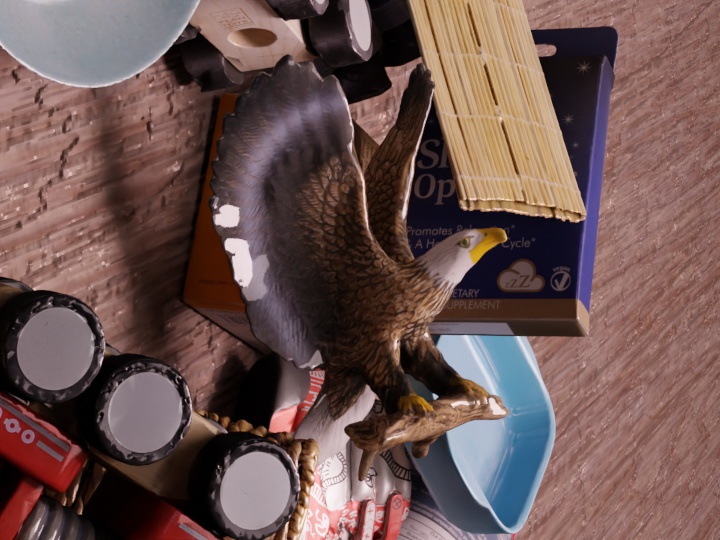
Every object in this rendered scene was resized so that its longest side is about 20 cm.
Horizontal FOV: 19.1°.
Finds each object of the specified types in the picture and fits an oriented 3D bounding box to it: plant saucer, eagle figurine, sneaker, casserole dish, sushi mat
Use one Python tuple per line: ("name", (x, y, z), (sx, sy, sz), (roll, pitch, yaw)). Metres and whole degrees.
("plant saucer", (-0.138, -0.186, 0.988), (0.200, 0.038, 0.203), (-9, 101, -55))
("eagle figurine", (0.007, -0.003, 1.130), (0.201, 0.150, 0.152), (64, -12, 12))
("sneaker", (-0.028, 0.156, 1.221), (0.107, 0.067, 0.203), (23, 63, -26))
("casserole dish", (0.068, 0.084, 1.299), (0.122, 0.039, 0.200), (62, 24, -14))
("sushi mat", (0.070, -0.119, 1.229), (0.095, 0.012, 0.201), (7, 57, -35))

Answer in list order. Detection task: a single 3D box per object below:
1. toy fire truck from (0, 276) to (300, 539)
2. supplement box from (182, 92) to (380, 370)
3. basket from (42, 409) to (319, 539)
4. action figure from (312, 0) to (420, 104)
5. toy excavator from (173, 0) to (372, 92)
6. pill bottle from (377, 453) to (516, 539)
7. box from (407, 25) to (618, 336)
("toy fire truck", (-0.140, 0.126, 0.922), (0.176, 0.128, 0.201), (38, 78, -26))
("supplement box", (-0.022, -0.011, 1.265), (0.200, 0.073, 0.127), (38, 59, -63))
("basket", (-0.118, 0.170, 1.072), (0.143, 0.148, 0.202), (125, -22, -69))
("action figure", (-0.026, -0.199, 1.246), (0.130, 0.069, 0.201), (-49, 125, -46))
("toy excavator", (-0.073, -0.218, 1.119), (0.194, 0.099, 0.202), (41, 43, -64))
("pill bottle", (0.016, 0.198, 1.320), (0.200, 0.119, 0.120), (-58, 143, -48))
("box", (0.084, -0.060, 1.264), (0.032, 0.120, 0.202), (50, 44, -58))
